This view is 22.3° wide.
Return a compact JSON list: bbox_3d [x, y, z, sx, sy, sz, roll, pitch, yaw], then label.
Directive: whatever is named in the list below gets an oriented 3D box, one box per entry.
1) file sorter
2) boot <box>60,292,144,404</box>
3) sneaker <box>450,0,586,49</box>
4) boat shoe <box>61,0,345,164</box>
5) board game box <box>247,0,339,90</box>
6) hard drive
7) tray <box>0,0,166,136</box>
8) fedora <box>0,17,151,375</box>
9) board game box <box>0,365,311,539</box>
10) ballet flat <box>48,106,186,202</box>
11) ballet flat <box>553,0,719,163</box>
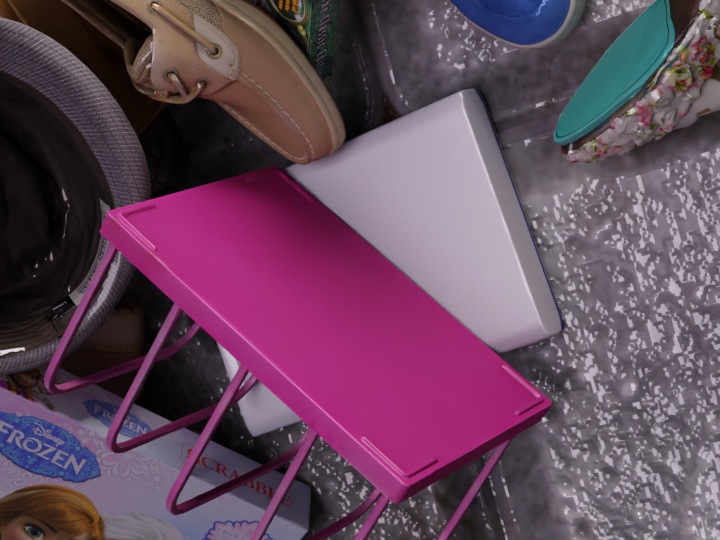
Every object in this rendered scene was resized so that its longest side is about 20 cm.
[{"bbox_3d":[-0.038,0.066,0.920,0.200,0.139,0.126,41,121,19],"label":"file sorter"},{"bbox_3d":[-0.223,0.087,1.042,0.072,0.199,0.167,49,128,52],"label":"boot"},{"bbox_3d":[0.023,-0.187,0.880,0.077,0.111,0.200,-38,78,31],"label":"sneaker"},{"bbox_3d":[-0.095,-0.116,0.928,0.200,0.065,0.071,41,158,-14],"label":"boat shoe"},{"bbox_3d":[-0.051,-0.164,0.914,0.105,0.023,0.200,48,159,18],"label":"board game box"},{"bbox_3d":[0.000,0.000,0.979,0.200,0.025,0.132,-21,87,33],"label":"hard drive"},{"bbox_3d":[-0.162,-0.161,0.947,0.037,0.099,0.200,7,140,44],"label":"tray"},{"bbox_3d":[-0.204,-0.045,0.933,0.177,0.090,0.200,-41,119,-1],"label":"fedora"},{"bbox_3d":[-0.163,0.160,1.034,0.200,0.041,0.200,27,119,-17],"label":"board game box"},{"bbox_3d":[-0.196,-0.050,1.016,0.066,0.199,0.057,-129,28,-59],"label":"ballet flat"},{"bbox_3d":[0.166,-0.114,0.834,0.064,0.076,0.200,28,123,-12],"label":"ballet flat"}]
